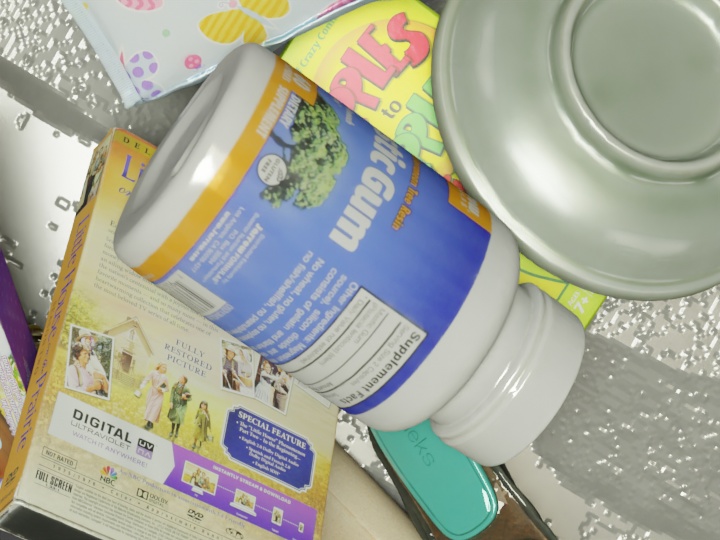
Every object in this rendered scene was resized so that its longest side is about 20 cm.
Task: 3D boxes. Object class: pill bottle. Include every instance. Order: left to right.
[{"bbox_3d":[0.000,0.000,0.714,0.199,0.112,0.113,34,90,-16],"label":"pill bottle"}]

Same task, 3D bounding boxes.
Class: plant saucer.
[{"bbox_3d":[0.133,-0.088,0.767,0.198,0.050,0.203,6,71,-16],"label":"plant saucer"}]

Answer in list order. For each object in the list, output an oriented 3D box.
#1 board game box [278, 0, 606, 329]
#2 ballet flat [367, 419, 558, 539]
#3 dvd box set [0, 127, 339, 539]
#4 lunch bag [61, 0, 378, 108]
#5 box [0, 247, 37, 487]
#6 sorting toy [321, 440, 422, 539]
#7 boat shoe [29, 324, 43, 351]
[{"bbox_3d":[0.046,-0.056,0.801,0.199,0.048,0.102,34,91,-6],"label":"board game box"},{"bbox_3d":[0.068,0.134,0.780,0.068,0.068,0.202,-29,71,18],"label":"ballet flat"},{"bbox_3d":[-0.075,0.048,0.727,0.145,0.029,0.202,28,49,-25],"label":"dvd box set"},{"bbox_3d":[-0.071,-0.196,0.730,0.168,0.127,0.202,-22,89,5],"label":"lunch bag"},{"bbox_3d":[-0.216,0.019,0.680,0.135,0.039,0.202,-10,125,2],"label":"box"},{"bbox_3d":[-0.057,0.163,0.770,0.185,0.036,0.200,45,64,-3],"label":"sorting toy"},{"bbox_3d":[-0.163,0.064,0.779,0.200,0.074,0.067,-42,101,-1],"label":"boat shoe"}]
